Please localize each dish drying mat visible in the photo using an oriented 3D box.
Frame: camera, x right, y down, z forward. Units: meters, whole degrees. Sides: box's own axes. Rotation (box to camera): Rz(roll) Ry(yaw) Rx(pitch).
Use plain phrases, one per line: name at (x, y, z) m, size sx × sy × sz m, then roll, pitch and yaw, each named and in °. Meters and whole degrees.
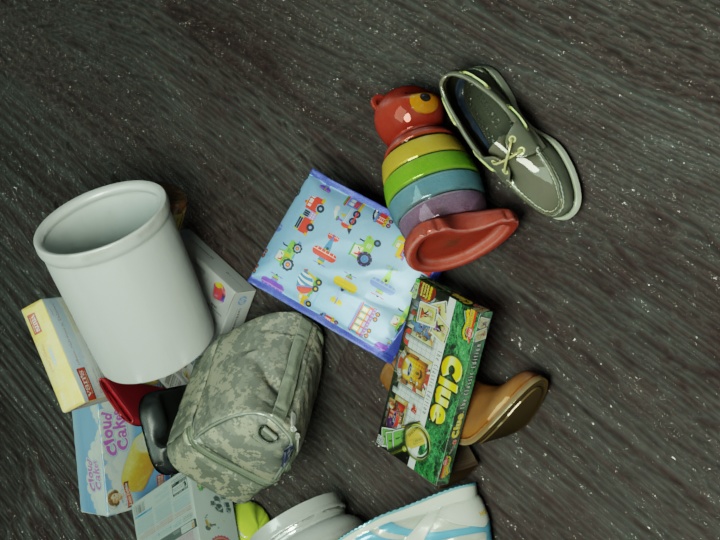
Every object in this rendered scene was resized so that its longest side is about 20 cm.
dish drying mat at (-0.273, 0.179, 1.643) m, size 0.018 × 0.200 × 0.077 m, roll -43°, pitch 70°, yaw 8°

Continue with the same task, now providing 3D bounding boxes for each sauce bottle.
sauce bottle at (-0.283, -0.019, 1.657) m, size 0.066 × 0.066 × 0.200 m, roll 37°, pitch 119°, yaw 33°

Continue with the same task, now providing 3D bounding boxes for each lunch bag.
lunch bag at (0.000, 0.000, 1.416) m, size 0.200 × 0.094 × 0.151 m, roll 30°, pitch 89°, yaw 27°
lunch bag at (-0.124, 0.157, 1.495) m, size 0.139 × 0.200 × 0.168 m, roll 33°, pitch 130°, yaw -16°

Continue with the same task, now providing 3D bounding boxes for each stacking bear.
stacking bear at (0.072, -0.110, 1.344) m, size 0.114 × 0.121 × 0.200 m, roll 121°, pitch 135°, yaw -60°

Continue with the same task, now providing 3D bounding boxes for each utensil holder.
utensil holder at (-0.287, 0.017, 1.547) m, size 0.170 × 0.170 × 0.200 m, roll 13°, pitch 131°, yaw 41°

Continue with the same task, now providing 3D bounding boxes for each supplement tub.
supplement tub at (-0.033, 0.381, 1.481) m, size 0.145 × 0.145 × 0.200 m, roll -46°, pitch 66°, yaw 37°

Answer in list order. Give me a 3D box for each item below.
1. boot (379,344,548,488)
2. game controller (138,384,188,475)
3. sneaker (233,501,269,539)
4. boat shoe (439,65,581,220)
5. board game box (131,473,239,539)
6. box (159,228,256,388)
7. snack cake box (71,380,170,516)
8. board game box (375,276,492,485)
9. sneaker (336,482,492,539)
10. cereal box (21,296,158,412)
boot at (0.107, 0.127, 1.376) m, size 0.155 × 0.077 × 0.200 m, roll 60°, pitch 137°, yaw 24°
game controller at (-0.203, 0.193, 1.577) m, size 0.042 × 0.200 × 0.104 m, roll -29°, pitch 78°, yaw 28°
sneaker at (-0.123, 0.399, 1.618) m, size 0.200 × 0.076 × 0.105 m, roll 57°, pitch 141°, yaw 41°
boat shoe at (0.152, -0.131, 1.295) m, size 0.072 × 0.060 × 0.202 m, roll -49°, pitch 63°, yaw 35°
board game box at (-0.221, 0.374, 1.619) m, size 0.148 × 0.064 × 0.200 m, roll -37°, pitch 57°, yaw 41°
box at (-0.231, 0.068, 1.691) m, size 0.156 × 0.041 × 0.200 m, roll 39°, pitch 121°, yaw 33°
snack cake box at (-0.339, 0.234, 1.764) m, size 0.067 × 0.115 × 0.200 m, roll -1°, pitch 95°, yaw 42°
board game box at (0.077, 0.118, 1.339) m, size 0.105 × 0.023 × 0.200 m, roll 27°, pitch 111°, yaw 43°
sneaker at (0.048, 0.305, 1.389) m, size 0.200 × 0.077 × 0.081 m, roll -22°, pitch 81°, yaw 5°
cereal box at (-0.352, 0.102, 1.640) m, size 0.040 × 0.200 × 0.144 m, roll -26°, pitch 83°, yaw 17°
